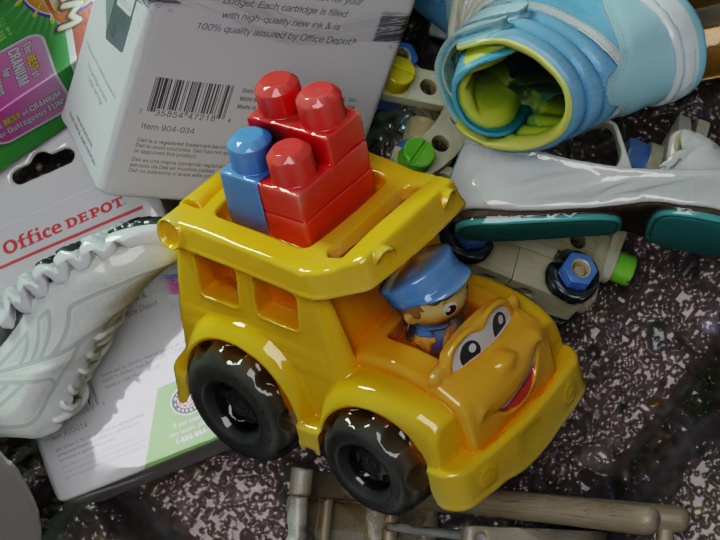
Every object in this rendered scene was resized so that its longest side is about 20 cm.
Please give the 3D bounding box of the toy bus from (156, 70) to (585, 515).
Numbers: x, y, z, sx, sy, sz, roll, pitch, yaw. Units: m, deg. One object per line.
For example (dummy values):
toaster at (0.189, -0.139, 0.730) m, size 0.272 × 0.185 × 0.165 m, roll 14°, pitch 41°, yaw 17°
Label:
toy bus at (0.000, 0.000, 1.091) m, size 0.200 × 0.192 × 0.136 m, roll 21°, pitch 45°, yaw 34°

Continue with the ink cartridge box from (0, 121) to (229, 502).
ink cartridge box at (-0.142, 0.018, 1.237) m, size 0.117 × 0.067 × 0.200 m, roll -22°, pitch 80°, yaw 9°

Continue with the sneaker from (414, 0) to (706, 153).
sneaker at (0.065, -0.125, 1.135) m, size 0.200 × 0.131 × 0.080 m, roll 25°, pitch 130°, yaw 41°

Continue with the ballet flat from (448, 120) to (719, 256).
ballet flat at (0.143, -0.045, 1.127) m, size 0.200 × 0.069 × 0.069 m, roll 4°, pitch 84°, yaw -1°

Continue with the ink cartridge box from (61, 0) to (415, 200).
ink cartridge box at (-0.057, -0.139, 1.150) m, size 0.084 × 0.145 × 0.200 m, roll 58°, pitch 136°, yaw 48°

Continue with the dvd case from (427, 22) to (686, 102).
dvd case at (0.135, -0.208, 1.236) m, size 0.150 × 0.025 × 0.200 m, roll 14°, pitch 85°, yaw 12°

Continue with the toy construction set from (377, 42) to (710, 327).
toy construction set at (0.089, -0.048, 1.198) m, size 0.200 × 0.092 × 0.131 m, roll 14°, pitch 61°, yaw 5°

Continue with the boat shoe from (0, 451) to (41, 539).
boat shoe at (-0.245, 0.082, 1.142) m, size 0.075 × 0.200 × 0.093 m, roll -40°, pitch 39°, yaw -6°

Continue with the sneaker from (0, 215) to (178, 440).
sneaker at (-0.164, 0.039, 1.169) m, size 0.200 × 0.075 × 0.081 m, roll -34°, pitch 88°, yaw 23°

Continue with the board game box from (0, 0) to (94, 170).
board game box at (-0.168, -0.160, 1.243) m, size 0.200 × 0.040 × 0.153 m, roll -34°, pitch 53°, yaw 1°

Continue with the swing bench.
swing bench at (0.058, 0.212, 1.149) m, size 0.200 × 0.130 × 0.199 m, roll 4°, pitch 85°, yaw 17°

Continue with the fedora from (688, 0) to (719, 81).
fedora at (0.177, -0.199, 1.171) m, size 0.200 × 0.082 × 0.201 m, roll -1°, pitch 83°, yaw 10°
